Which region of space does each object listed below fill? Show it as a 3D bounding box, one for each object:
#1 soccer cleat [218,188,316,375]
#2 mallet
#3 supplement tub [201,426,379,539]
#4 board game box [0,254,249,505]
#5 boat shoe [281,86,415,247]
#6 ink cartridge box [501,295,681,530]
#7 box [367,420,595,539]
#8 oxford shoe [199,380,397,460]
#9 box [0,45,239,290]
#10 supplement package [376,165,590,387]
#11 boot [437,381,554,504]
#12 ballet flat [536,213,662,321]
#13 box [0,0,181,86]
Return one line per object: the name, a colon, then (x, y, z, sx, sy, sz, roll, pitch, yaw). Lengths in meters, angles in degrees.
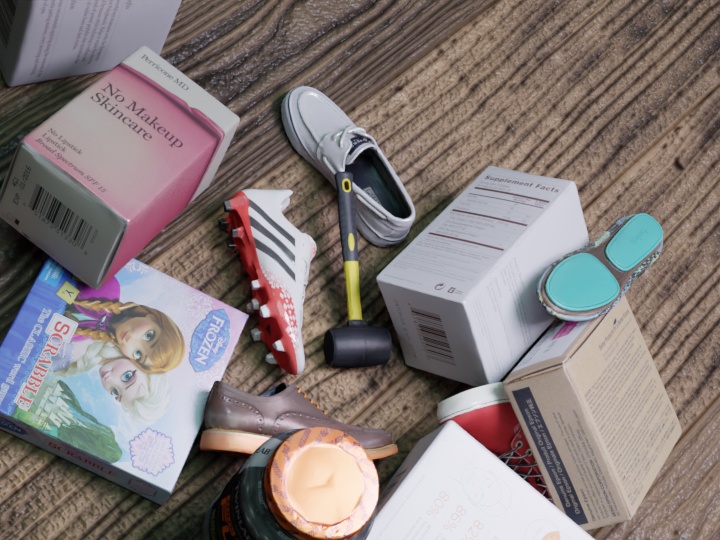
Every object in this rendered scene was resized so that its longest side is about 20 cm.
soccer cleat: (-0.076, 0.006, 1.469, 0.085, 0.069, 0.201, -12, 66, -21)
mallet: (0.000, 0.000, 1.496, 0.065, 0.041, 0.201, 7, 75, -19)
supplement tub: (-0.060, 0.213, 1.299, 0.122, 0.200, 0.123, 8, 63, -17)
board game box: (-0.231, 0.086, 1.385, 0.199, 0.041, 0.201, 26, 59, -8)
boat shoe: (-0.007, -0.120, 1.554, 0.073, 0.065, 0.200, -35, 82, -30)
ink cartridge box: (0.230, 0.135, 1.449, 0.200, 0.075, 0.166, -36, 103, -57)
box: (0.103, 0.267, 1.378, 0.200, 0.106, 0.152, 40, 69, 0)
oxford shoe: (-0.052, 0.143, 1.395, 0.199, 0.071, 0.073, 10, 77, -29)
box: (-0.228, -0.100, 1.406, 0.128, 0.109, 0.200, 37, 45, 3)
supplement package: (0.130, 0.004, 1.495, 0.200, 0.117, 0.117, -44, 130, -31)
boot: (0.156, 0.188, 1.438, 0.199, 0.072, 0.145, 13, 61, -46)
ballet flat: (0.232, 0.010, 1.476, 0.200, 0.074, 0.074, -29, 78, -40)
box: (-0.284, -0.324, 1.466, 0.170, 0.199, 0.201, -13, 71, -26)
